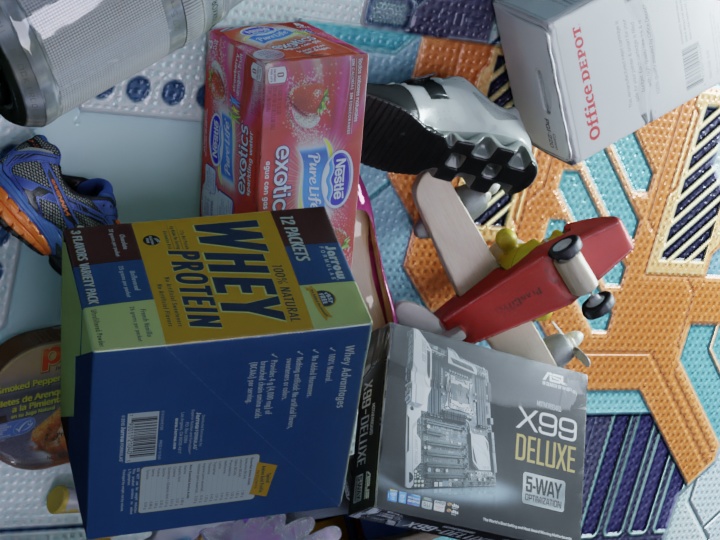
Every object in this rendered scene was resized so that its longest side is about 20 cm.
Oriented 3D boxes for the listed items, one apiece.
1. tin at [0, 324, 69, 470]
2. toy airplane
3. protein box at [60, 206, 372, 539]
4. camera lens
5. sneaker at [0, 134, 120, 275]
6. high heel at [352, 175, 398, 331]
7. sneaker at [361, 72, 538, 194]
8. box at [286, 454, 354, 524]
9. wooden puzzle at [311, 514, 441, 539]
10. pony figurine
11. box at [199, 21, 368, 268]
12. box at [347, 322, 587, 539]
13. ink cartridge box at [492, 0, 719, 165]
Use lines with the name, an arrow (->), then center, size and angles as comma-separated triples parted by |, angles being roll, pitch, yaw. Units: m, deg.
tin -> -0.217, 0.092, 1.453 | 0.200, 0.042, 0.112 | -11, 122, -30
toy airplane -> 0.123, 0.019, 1.596 | 0.199, 0.141, 0.200 | 14, 113, -2
protein box -> -0.114, 0.076, 1.346 | 0.200, 0.135, 0.199 | -6, 132, -17
camera lens -> -0.195, -0.205, 1.245 | 0.200, 0.160, 0.160 | -32, 126, -17
sneaker -> -0.206, -0.028, 1.381 | 0.078, 0.075, 0.200 | -51, 131, -7
high heel -> 0.000, 0.000, 1.516 | 0.067, 0.096, 0.200 | -15, 120, -27
sneaker -> 0.053, -0.129, 1.514 | 0.200, 0.089, 0.074 | 17, 139, -25
box -> 0.044, 0.173, 1.592 | 0.200, 0.158, 0.048 | -12, 83, -29
wooden puzzle -> 0.028, 0.222, 1.585 | 0.200, 0.185, 0.046 | -16, 88, -45
pony figurine -> -0.128, 0.193, 1.493 | 0.200, 0.167, 0.193 | 14, 147, -39
box -> -0.063, -0.088, 1.429 | 0.095, 0.100, 0.200 | -10, 117, -30
box -> 0.093, 0.144, 1.499 | 0.200, 0.050, 0.158 | 16, 67, -24
ink cartridge box -> 0.227, -0.204, 1.579 | 0.200, 0.085, 0.146 | -30, 125, -21
